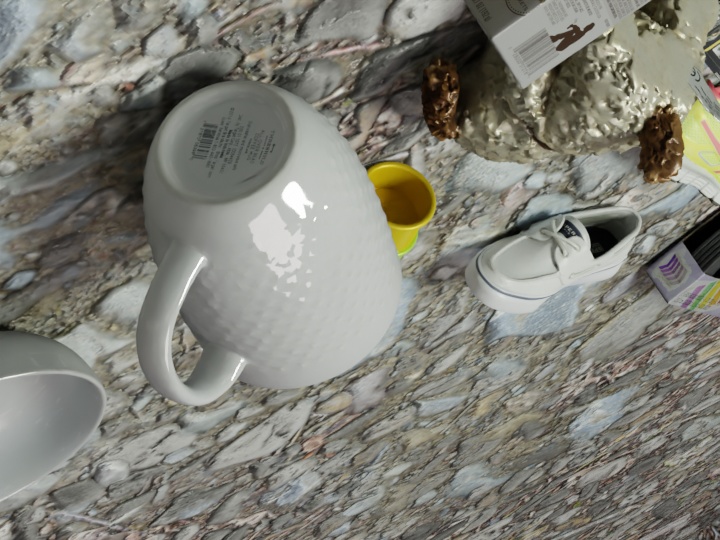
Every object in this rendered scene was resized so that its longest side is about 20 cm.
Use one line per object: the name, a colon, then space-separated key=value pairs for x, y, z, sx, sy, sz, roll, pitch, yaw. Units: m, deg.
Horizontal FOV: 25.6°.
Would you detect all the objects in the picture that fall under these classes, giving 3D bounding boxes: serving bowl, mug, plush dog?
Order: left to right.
serving bowl: x=-0.279 y=0.101 z=1.095 sx=0.199 sy=0.066 sz=0.200 roll=-24 pitch=156 yaw=-12
mug: x=-0.072 y=-0.010 z=0.976 sx=0.201 sy=0.147 sz=0.176 roll=-60 pitch=155 yaw=-22
plush dog: x=0.135 y=-0.122 z=1.067 sx=0.199 sy=0.162 sz=0.171 roll=-3 pitch=171 yaw=-44

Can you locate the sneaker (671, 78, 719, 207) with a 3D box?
sneaker: x=0.311 y=-0.111 z=1.345 sx=0.090 sy=0.078 sz=0.199 roll=-43 pitch=153 yaw=23

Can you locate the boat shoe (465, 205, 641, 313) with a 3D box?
boat shoe: x=0.171 y=-0.020 z=1.386 sx=0.199 sy=0.074 sz=0.066 roll=-21 pitch=153 yaw=-44

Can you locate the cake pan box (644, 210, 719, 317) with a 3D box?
cake pan box: x=0.411 y=-0.028 z=1.660 sx=0.184 sy=0.052 sz=0.200 roll=-41 pitch=154 yaw=19

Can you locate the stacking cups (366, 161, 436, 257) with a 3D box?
stacking cups: x=0.000 y=0.000 z=1.223 sx=0.060 sy=0.061 sz=0.200 roll=-16 pitch=153 yaw=-28

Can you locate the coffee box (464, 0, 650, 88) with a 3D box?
coffee box: x=0.138 y=-0.213 z=0.895 sx=0.199 sy=0.113 sz=0.080 roll=-34 pitch=156 yaw=8

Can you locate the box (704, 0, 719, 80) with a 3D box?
box: x=0.327 y=-0.226 z=1.171 sx=0.200 sy=0.049 sz=0.161 roll=-38 pitch=154 yaw=17
